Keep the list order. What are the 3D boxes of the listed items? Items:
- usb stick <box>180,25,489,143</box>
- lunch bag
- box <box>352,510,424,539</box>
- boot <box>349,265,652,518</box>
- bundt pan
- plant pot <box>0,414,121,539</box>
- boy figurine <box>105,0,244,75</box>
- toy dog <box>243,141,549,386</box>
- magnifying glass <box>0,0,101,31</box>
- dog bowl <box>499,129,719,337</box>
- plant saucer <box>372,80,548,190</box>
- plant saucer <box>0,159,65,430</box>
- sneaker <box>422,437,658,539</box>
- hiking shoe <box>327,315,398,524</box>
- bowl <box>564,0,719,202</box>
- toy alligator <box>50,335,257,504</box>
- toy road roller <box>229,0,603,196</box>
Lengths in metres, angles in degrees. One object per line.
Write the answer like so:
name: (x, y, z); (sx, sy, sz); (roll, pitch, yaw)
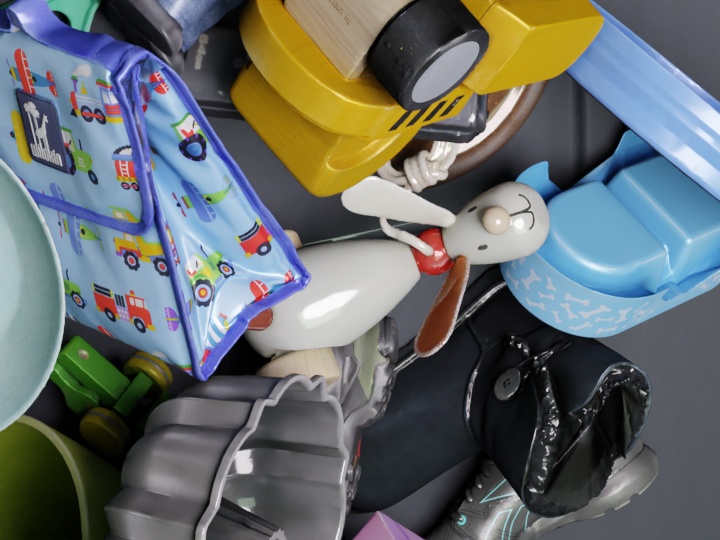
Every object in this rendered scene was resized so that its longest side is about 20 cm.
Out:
usb stick: (-0.026, -0.106, 1.121); (0.198, 0.033, 0.056); (6, 73, 2)
lunch bag: (-0.133, -0.062, 1.051); (0.094, 0.150, 0.201); (-43, 132, -27)
box: (0.036, 0.281, 1.253); (0.200, 0.097, 0.176); (35, 99, -33)
boot: (0.073, 0.102, 1.223); (0.200, 0.168, 0.076); (-46, 121, 4)
bundt pan: (-0.079, 0.147, 1.069); (0.075, 0.202, 0.204); (11, 116, 20)
plant pot: (-0.158, 0.201, 1.188); (0.199, 0.187, 0.188); (27, 102, -46)
boy figurine: (-0.047, -0.193, 1.079); (0.064, 0.124, 0.200); (44, 80, 7)
toy dog: (0.000, 0.000, 1.126); (0.200, 0.096, 0.132); (-45, 79, 13)
magnifying glass: (-0.165, -0.141, 1.104); (0.079, 0.022, 0.200); (39, 95, -31)
dog bowl: (0.164, -0.022, 1.218); (0.199, 0.112, 0.050); (-22, 150, -39)
plant saucer: (0.035, -0.133, 1.178); (0.199, 0.037, 0.202); (-9, 117, -18)
plant saucer: (-0.248, -0.001, 1.091); (0.199, 0.039, 0.203); (5, 112, 13)
sneaker: (0.096, 0.147, 1.321); (0.199, 0.075, 0.080); (-30, 99, -6)
hiking shoe: (-0.049, 0.111, 1.215); (0.100, 0.076, 0.202); (20, 80, 9)
bowl: (0.187, -0.087, 1.162); (0.200, 0.201, 0.039); (32, 104, -30)
toy alligator: (-0.147, 0.078, 1.178); (0.199, 0.054, 0.059); (37, 53, -1)
toy road roller: (0.018, -0.125, 1.064); (0.199, 0.123, 0.146); (-20, 154, -50)
